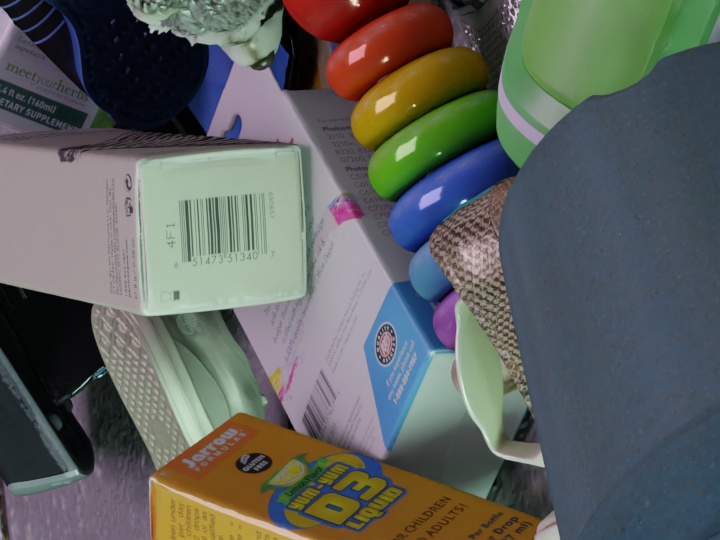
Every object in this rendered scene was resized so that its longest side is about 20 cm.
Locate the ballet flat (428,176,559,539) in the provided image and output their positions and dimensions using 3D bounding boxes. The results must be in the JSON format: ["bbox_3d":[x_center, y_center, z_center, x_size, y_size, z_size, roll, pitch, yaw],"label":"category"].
[{"bbox_3d":[0.083,0.061,1.050,0.075,0.068,0.200,-22,99,32],"label":"ballet flat"}]

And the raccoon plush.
[{"bbox_3d":[-0.093,-0.168,1.199,0.200,0.134,0.097,45,99,4],"label":"raccoon plush"}]

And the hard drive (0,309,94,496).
[{"bbox_3d":[-0.188,0.056,1.492,0.135,0.042,0.200,58,177,-3],"label":"hard drive"}]

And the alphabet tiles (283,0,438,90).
[{"bbox_3d":[-0.005,-0.087,1.321,0.166,0.006,0.200,-39,59,55],"label":"alphabet tiles"}]

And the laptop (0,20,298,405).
[{"bbox_3d":[-0.123,-0.068,1.427,0.103,0.200,0.177,54,-179,-43],"label":"laptop"}]

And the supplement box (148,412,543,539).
[{"bbox_3d":[0.010,0.123,1.151,0.200,0.067,0.069,15,123,31],"label":"supplement box"}]

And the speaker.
[{"bbox_3d":[0.113,-0.123,1.031,0.089,0.088,0.200,56,138,44],"label":"speaker"}]

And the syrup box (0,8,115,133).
[{"bbox_3d":[-0.136,-0.166,1.415,0.081,0.079,0.200,35,101,52],"label":"syrup box"}]

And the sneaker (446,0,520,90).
[{"bbox_3d":[0.034,-0.150,1.170,0.077,0.085,0.200,-43,55,53],"label":"sneaker"}]

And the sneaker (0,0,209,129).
[{"bbox_3d":[-0.139,-0.142,1.315,0.070,0.200,0.078,-43,53,-4],"label":"sneaker"}]

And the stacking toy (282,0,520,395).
[{"bbox_3d":[0.032,-0.053,1.122,0.200,0.085,0.085,62,145,9],"label":"stacking toy"}]

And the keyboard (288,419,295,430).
[{"bbox_3d":[0.002,0.125,1.285,0.200,0.040,0.104,53,136,45],"label":"keyboard"}]

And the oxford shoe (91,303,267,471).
[{"bbox_3d":[-0.064,0.088,1.360,0.075,0.058,0.200,3,119,54],"label":"oxford shoe"}]

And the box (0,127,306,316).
[{"bbox_3d":[-0.102,-0.025,1.272,0.200,0.082,0.069,10,104,60],"label":"box"}]

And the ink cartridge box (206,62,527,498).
[{"bbox_3d":[0.000,0.000,1.242,0.200,0.068,0.115,61,143,36],"label":"ink cartridge box"}]

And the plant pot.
[{"bbox_3d":[0.137,0.044,0.903,0.200,0.200,0.196,118,147,-41],"label":"plant pot"}]
